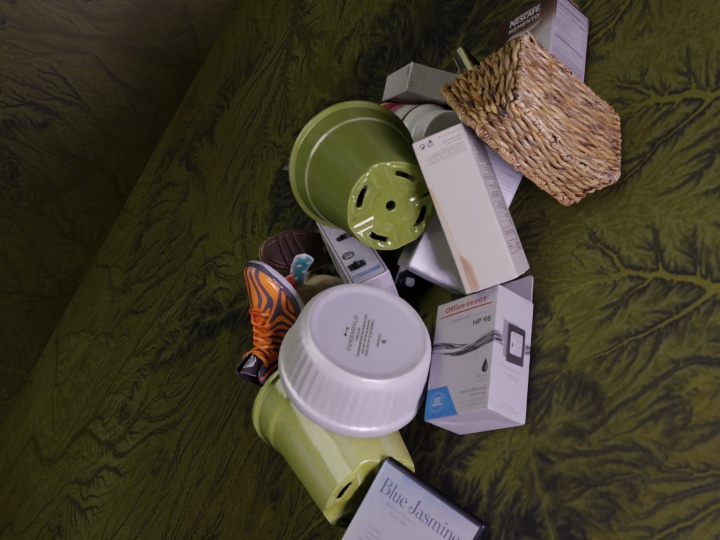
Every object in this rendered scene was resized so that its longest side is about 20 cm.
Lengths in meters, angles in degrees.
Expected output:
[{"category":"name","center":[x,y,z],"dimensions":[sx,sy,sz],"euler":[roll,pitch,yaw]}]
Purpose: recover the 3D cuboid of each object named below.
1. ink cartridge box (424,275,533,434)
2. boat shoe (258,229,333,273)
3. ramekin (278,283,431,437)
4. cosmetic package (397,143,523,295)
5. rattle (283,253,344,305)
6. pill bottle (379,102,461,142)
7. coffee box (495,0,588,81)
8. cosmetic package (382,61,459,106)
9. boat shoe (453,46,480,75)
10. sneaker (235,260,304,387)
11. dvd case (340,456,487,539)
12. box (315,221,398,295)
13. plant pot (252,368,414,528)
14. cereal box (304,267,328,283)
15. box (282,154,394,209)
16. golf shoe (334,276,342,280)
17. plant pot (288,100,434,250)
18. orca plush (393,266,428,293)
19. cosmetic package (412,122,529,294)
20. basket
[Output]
[{"category":"ink cartridge box","center":[0.151,0.096,0.972],"dimensions":[0.116,0.067,0.201],"euler":[-25,48,49]},{"category":"boat shoe","center":[-0.084,-0.032,1.335],"dimensions":[0.075,0.202,0.075],"euler":[156,105,-65]},{"category":"ramekin","center":[0.000,0.105,0.988],"dimensions":[0.094,0.202,0.203],"euler":[110,161,-44]},{"category":"cosmetic package","center":[0.140,-0.076,1.076],"dimensions":[0.201,0.101,0.074],"euler":[-64,11,-3]},{"category":"rattle","center":[-0.104,0.039,1.180],"dimensions":[0.130,0.200,0.143],"euler":[-52,47,-3]},{"category":"pill bottle","center":[0.091,-0.217,1.263],"dimensions":[0.200,0.114,0.114],"euler":[25,88,60]},{"category":"coffee box","center":[0.252,-0.279,1.095],"dimensions":[0.114,0.080,0.201],"euler":[-21,50,49]},{"category":"cosmetic package","center":[0.097,-0.303,1.289],"dimensions":[0.200,0.082,0.051],"euler":[-138,59,-78]},{"category":"boat shoe","center":[0.178,-0.288,1.224],"dimensions":[0.065,0.073,0.200],"euler":[-42,36,24]},{"category":"sneaker","center":[-0.129,0.090,1.057],"dimensions":[0.077,0.200,0.112],"euler":[10,44,44]},{"category":"dvd case","center":[0.043,0.346,0.916],"dimensions":[0.142,0.018,0.200],"euler":[30,94,24]},{"category":"box","center":[0.000,0.000,1.212],"dimensions":[0.060,0.117,0.200],"euler":[-26,37,-4]},{"category":"plant pot","center":[-0.022,0.233,1.039],"dimensions":[0.201,0.200,0.184],"euler":[-54,43,16]},{"category":"cereal box","center":[-0.120,0.084,1.389],"dimensions":[0.200,0.039,0.144],"euler":[-61,9,6]},{"category":"box","center":[-0.013,-0.127,1.267],"dimensions":[0.161,0.200,0.049],"euler":[15,75,60]},{"category":"golf shoe","center":[-0.048,0.112,1.290],"dimensions":[0.097,0.078,0.201],"euler":[14,80,37]},{"category":"plant pot","center":[0.017,-0.119,1.075],"dimensions":[0.200,0.200,0.190],"euler":[-57,28,11]},{"category":"orca plush","center":[0.128,-0.042,1.149],"dimensions":[0.200,0.071,0.105],"euler":[-56,-15,-1]},{"category":"cosmetic package","center":[0.142,-0.079,0.976],"dimensions":[0.071,0.105,0.201],"euler":[-20,88,21]},{"category":"basket","center":[0.206,-0.162,0.954],"dimensions":[0.149,0.200,0.143],"euler":[-24,45,45]}]
